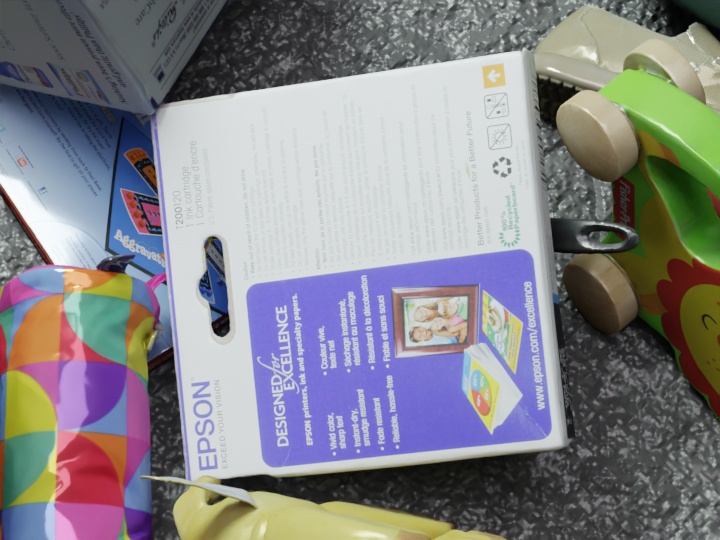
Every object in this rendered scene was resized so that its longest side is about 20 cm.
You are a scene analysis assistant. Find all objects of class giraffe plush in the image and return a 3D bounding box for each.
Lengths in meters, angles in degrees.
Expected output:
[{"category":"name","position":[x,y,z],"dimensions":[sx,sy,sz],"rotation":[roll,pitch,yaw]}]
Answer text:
[{"category":"giraffe plush","position":[-0.023,0.193,1.002],"dimensions":[0.198,0.173,0.164],"rotation":[12,87,-11]}]

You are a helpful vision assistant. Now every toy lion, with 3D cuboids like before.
[{"category":"toy lion","position":[0.188,0.008,1.069],"dimensions":[0.069,0.201,0.192],"rotation":[-36,55,-20]}]

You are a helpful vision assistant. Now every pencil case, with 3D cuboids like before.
[{"category":"pencil case","position":[-0.139,0.093,1.051],"dimensions":[0.088,0.088,0.202],"rotation":[2,74,-4]}]

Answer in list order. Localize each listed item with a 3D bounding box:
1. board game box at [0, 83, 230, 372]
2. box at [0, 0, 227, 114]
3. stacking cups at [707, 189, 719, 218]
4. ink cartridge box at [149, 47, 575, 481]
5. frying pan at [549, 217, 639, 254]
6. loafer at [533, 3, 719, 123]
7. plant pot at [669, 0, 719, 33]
[{"category":"board game box","position":[-0.137,-0.045,1.154],"dimensions":[0.103,0.019,0.201],"rotation":[-31,73,-14]},{"category":"box","position":[-0.158,-0.198,1.130],"dimensions":[0.199,0.105,0.185],"rotation":[15,62,33]},{"category":"stacking cups","position":[0.263,0.004,1.123],"dimensions":[0.200,0.061,0.061],"rotation":[44,70,0]},{"category":"ink cartridge box","position":[0.000,0.000,1.072],"dimensions":[0.198,0.043,0.200],"rotation":[-7,85,14]},{"category":"frying pan","position":[0.052,-0.034,1.111],"dimensions":[0.189,0.031,0.116],"rotation":[-21,74,26]},{"category":"loafer","position":[0.189,-0.097,1.174],"dimensions":[0.199,0.076,0.069],"rotation":[20,72,4]},{"category":"plant pot","position":[0.264,-0.198,1.166],"dimensions":[0.161,0.201,0.201],"rotation":[39,69,1]}]
